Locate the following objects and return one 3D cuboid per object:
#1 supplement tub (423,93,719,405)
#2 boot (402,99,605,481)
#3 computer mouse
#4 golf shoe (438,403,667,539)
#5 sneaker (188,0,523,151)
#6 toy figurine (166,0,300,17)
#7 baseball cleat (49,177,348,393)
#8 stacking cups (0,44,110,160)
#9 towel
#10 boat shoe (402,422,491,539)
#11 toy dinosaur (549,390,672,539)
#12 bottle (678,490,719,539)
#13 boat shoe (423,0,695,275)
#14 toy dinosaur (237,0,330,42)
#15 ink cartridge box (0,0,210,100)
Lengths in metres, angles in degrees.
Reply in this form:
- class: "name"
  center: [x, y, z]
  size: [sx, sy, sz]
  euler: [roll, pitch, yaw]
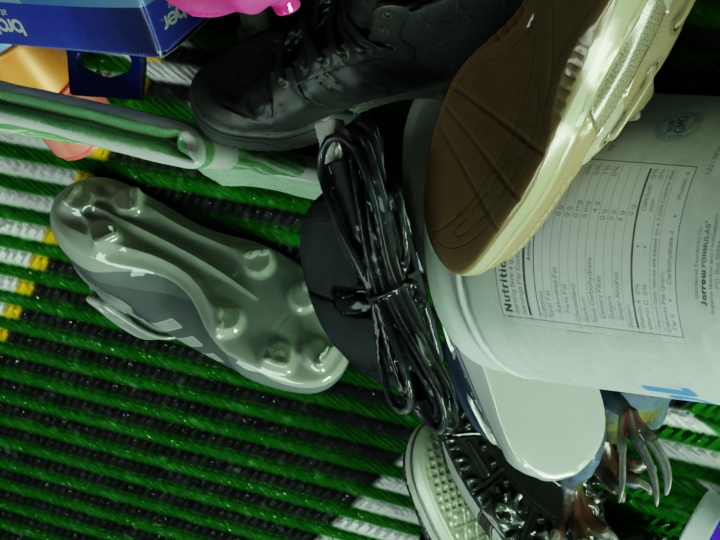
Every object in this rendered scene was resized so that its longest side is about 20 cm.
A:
- class: "supplement tub"
  center: [0.141, -0.010, 1.156]
  size: [0.199, 0.132, 0.132]
  euler: [6, 140, 43]
- class: "boot"
  center: [0.055, 0.000, 1.298]
  size: [0.090, 0.072, 0.201]
  euler: [-156, 50, -71]
- class: "computer mouse"
  center: [0.000, 0.000, 1.210]
  size: [0.200, 0.052, 0.139]
  euler: [-97, -10, -86]
- class: "golf shoe"
  center: [0.098, 0.144, 1.486]
  size: [0.200, 0.078, 0.094]
  euler: [47, 149, -18]
- class: "sneaker"
  center: [0.013, -0.110, 1.153]
  size: [0.199, 0.060, 0.104]
  euler: [-8, 149, 11]
- class: "toy figurine"
  center: [-0.071, -0.183, 1.053]
  size: [0.183, 0.150, 0.200]
  euler: [28, 122, -15]
- class: "baseball cleat"
  center: [-0.083, 0.017, 1.513]
  size: [0.200, 0.070, 0.107]
  euler: [34, 160, 22]
- class: "stacking cups"
  center: [-0.192, -0.141, 1.400]
  size: [0.060, 0.061, 0.200]
  euler: [4, 144, 43]
- class: "towel"
  center: [-0.072, -0.054, 1.314]
  size: [0.152, 0.024, 0.200]
  euler: [13, 179, 35]
- class: "boat shoe"
  center: [0.062, 0.155, 1.547]
  size: [0.062, 0.075, 0.200]
  euler: [5, 145, 33]
- class: "toy dinosaur"
  center: [0.125, 0.053, 1.319]
  size: [0.200, 0.105, 0.182]
  euler: [31, 134, 28]
- class: "bottle"
  center: [0.254, 0.180, 1.386]
  size: [0.199, 0.065, 0.084]
  euler: [28, 150, 13]
- class: "boat shoe"
  center: [0.090, -0.078, 1.092]
  size: [0.200, 0.064, 0.071]
  euler: [-60, 43, 31]
- class: "toy dinosaur"
  center: [-0.038, -0.125, 1.263]
  size: [0.200, 0.047, 0.088]
  euler: [-6, 117, 51]
- class: "ink cartridge box"
  center: [-0.135, -0.174, 1.221]
  size: [0.136, 0.076, 0.201]
  euler: [8, 130, 41]
